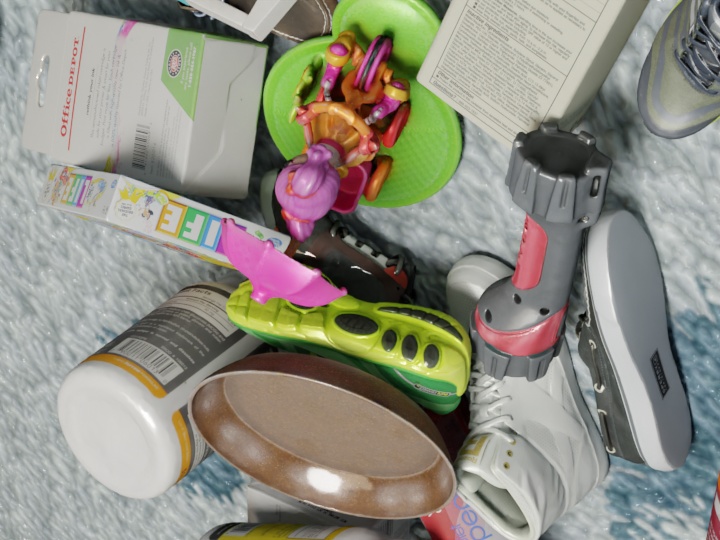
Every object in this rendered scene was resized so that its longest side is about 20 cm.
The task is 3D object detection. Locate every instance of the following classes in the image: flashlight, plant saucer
[{"bbox_3d":[0.112,-0.011,1.205,0.200,0.067,0.068,93,153,-48],"label":"flashlight"},{"bbox_3d":[-0.023,0.114,1.297,0.200,0.035,0.200,16,150,10],"label":"plant saucer"}]

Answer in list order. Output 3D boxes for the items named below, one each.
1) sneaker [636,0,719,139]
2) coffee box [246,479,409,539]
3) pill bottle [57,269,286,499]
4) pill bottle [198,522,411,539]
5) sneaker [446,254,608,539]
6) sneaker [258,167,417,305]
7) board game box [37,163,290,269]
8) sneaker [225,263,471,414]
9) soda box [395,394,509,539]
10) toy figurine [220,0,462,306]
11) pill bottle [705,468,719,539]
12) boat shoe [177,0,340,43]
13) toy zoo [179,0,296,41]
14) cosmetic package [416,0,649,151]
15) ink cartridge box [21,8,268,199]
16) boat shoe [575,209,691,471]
[{"bbox_3d":[0.218,-0.149,1.086,0.074,0.081,0.200,41,134,10],"label":"sneaker"},{"bbox_3d":[-0.027,0.257,1.531,0.114,0.080,0.201,21,128,26],"label":"coffee box"},{"bbox_3d":[-0.128,0.079,1.409,0.116,0.200,0.117,20,128,29],"label":"pill bottle"},{"bbox_3d":[-0.032,0.251,1.395,0.199,0.114,0.115,-4,114,39],"label":"pill bottle"},{"bbox_3d":[0.100,0.096,1.309,0.074,0.116,0.200,-20,102,45],"label":"sneaker"},{"bbox_3d":[0.000,0.000,1.372,0.082,0.077,0.200,-30,98,17],"label":"sneaker"},{"bbox_3d":[-0.150,-0.038,1.357,0.134,0.034,0.200,20,177,-23],"label":"board game box"},{"bbox_3d":[-0.014,0.056,1.300,0.199,0.074,0.084,19,134,29],"label":"sneaker"},{"bbox_3d":[0.089,0.192,1.395,0.063,0.070,0.200,-25,102,13],"label":"soda box"},{"bbox_3d":[-0.021,-0.064,1.224,0.150,0.184,0.200,24,136,3],"label":"toy figurine"},{"bbox_3d":[0.286,0.206,1.237,0.113,0.113,0.201,22,128,25],"label":"pill bottle"},{"bbox_3d":[-0.099,-0.209,1.296,0.200,0.072,0.072,31,131,17],"label":"boat shoe"},{"bbox_3d":[-0.092,-0.241,1.246,0.200,0.131,0.020,27,173,20],"label":"toy zoo"},{"bbox_3d":[0.123,-0.177,1.147,0.103,0.073,0.200,38,133,11],"label":"cosmetic package"},{"bbox_3d":[-0.164,-0.128,1.361,0.200,0.067,0.118,17,101,43],"label":"ink cartridge box"},{"bbox_3d":[0.177,0.052,1.256,0.056,0.069,0.201,2,120,37],"label":"boat shoe"}]
